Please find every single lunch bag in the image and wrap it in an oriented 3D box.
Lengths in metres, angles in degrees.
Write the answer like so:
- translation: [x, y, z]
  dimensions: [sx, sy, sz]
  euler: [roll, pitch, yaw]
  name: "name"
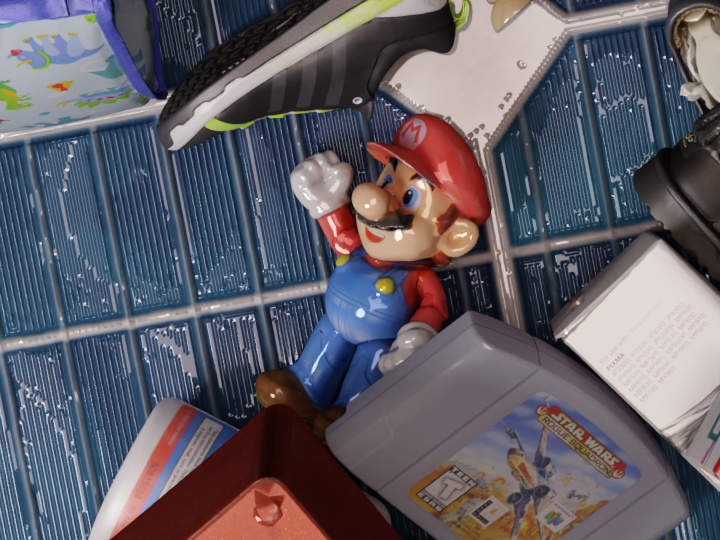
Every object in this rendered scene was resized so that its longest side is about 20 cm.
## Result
- translation: [-0.209, -0.142, 1.577]
  dimensions: [0.170, 0.200, 0.127]
  euler: [-9, 93, 5]
  name: "lunch bag"

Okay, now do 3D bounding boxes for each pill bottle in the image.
- translation: [-0.051, 0.165, 1.630]
  dimensions: [0.200, 0.112, 0.112]
  euler: [27, 95, 3]
  name: "pill bottle"

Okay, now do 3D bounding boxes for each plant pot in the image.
- translation: [-0.055, 0.201, 1.483]
  dimensions: [0.200, 0.176, 0.200]
  euler: [-40, 86, -5]
  name: "plant pot"

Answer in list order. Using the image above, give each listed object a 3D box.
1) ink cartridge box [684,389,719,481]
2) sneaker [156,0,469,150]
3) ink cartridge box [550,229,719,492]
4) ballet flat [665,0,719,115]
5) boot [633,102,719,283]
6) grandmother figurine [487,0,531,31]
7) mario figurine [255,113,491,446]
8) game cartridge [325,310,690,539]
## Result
- translation: [0.239, 0.102, 1.418]
  dimensions: [0.116, 0.200, 0.067]
  euler: [29, 90, 0]
  name: "ink cartridge box"
- translation: [-0.027, -0.112, 1.629]
  dimensions: [0.200, 0.072, 0.083]
  euler: [-32, 110, 16]
  name: "sneaker"
- translation: [0.210, 0.073, 1.591]
  dimensions: [0.200, 0.147, 0.083]
  euler: [44, 94, -1]
  name: "ink cartridge box"
- translation: [0.233, -0.078, 1.618]
  dimensions: [0.073, 0.073, 0.200]
  euler: [-26, 92, 5]
  name: "ballet flat"
- translation: [0.274, -0.036, 1.547]
  dimensions: [0.211, 0.079, 0.158]
  euler: [42, 113, -15]
  name: "boot"
- translation: [0.048, -0.245, 1.626]
  dimensions: [0.121, 0.061, 0.200]
  euler: [-41, 93, -4]
  name: "grandmother figurine"
- translation: [0.000, 0.000, 1.621]
  dimensions: [0.123, 0.106, 0.200]
  euler: [24, 97, 2]
  name: "mario figurine"
- translation: [0.093, 0.112, 1.601]
  dimensions: [0.133, 0.042, 0.200]
  euler: [-37, 122, 23]
  name: "game cartridge"
